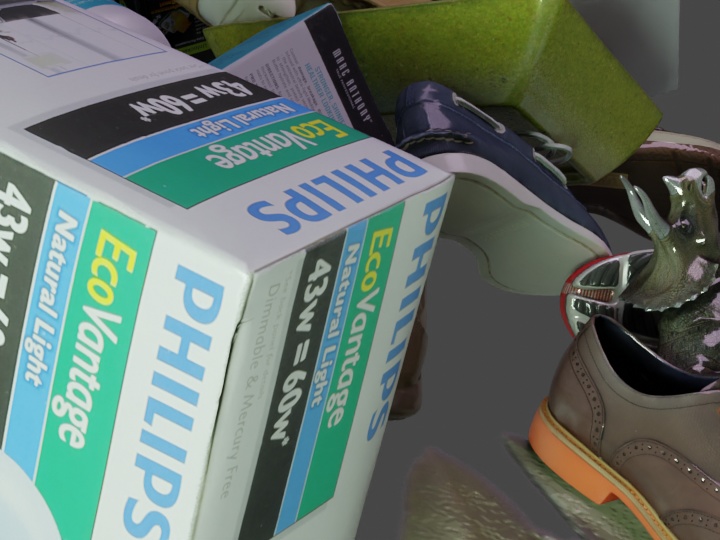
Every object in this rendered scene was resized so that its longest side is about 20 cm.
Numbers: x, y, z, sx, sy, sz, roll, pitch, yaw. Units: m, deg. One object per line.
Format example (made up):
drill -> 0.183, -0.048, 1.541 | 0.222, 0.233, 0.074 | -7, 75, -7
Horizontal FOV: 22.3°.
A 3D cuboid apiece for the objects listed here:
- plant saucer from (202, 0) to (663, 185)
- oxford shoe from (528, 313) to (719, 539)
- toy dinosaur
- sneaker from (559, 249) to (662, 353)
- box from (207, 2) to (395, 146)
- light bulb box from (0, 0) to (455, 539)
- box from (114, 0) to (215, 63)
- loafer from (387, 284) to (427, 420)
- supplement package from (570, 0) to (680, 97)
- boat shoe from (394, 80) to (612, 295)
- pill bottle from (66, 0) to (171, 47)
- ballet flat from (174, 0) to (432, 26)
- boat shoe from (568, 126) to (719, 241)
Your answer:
plant saucer -> 0.044, -0.085, 0.996 | 0.199, 0.048, 0.200 | -3, -15, 25
oxford shoe -> 0.160, 0.089, 0.791 | 0.200, 0.073, 0.071 | 32, 27, 31
toy dinosaur -> 0.177, 0.054, 0.874 | 0.102, 0.077, 0.201 | 0, 66, -14
sneaker -> 0.181, 0.024, 0.982 | 0.199, 0.077, 0.085 | 3, 6, -31
box -> -0.070, -0.048, 0.857 | 0.049, 0.083, 0.200 | -12, 19, 43
light bulb box -> -0.102, 0.030, 0.590 | 0.200, 0.199, 0.125 | 25, 26, 22
box -> -0.046, -0.188, 1.049 | 0.199, 0.194, 0.048 | -21, 39, -19
loafer -> 0.000, 0.000, 0.890 | 0.076, 0.068, 0.200 | 9, 24, -17
supplement package -> 0.100, -0.211, 1.207 | 0.150, 0.152, 0.200 | -16, 41, -12
boat shoe -> 0.074, -0.037, 0.940 | 0.200, 0.075, 0.062 | 26, 51, -51
pill bottle -> -0.171, -0.100, 0.945 | 0.200, 0.111, 0.111 | 29, 26, 27
ballet flat -> -0.032, -0.146, 1.002 | 0.199, 0.069, 0.063 | 9, 52, -36
boat shoe -> 0.168, -0.068, 1.138 | 0.202, 0.075, 0.075 | 13, 32, -7
